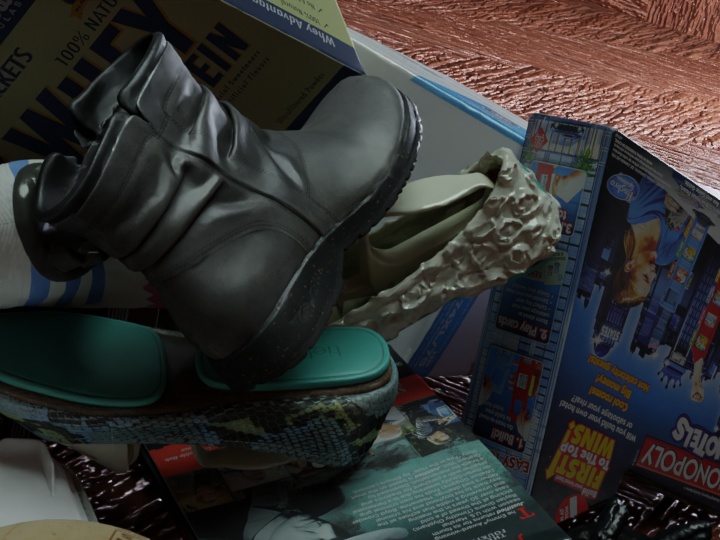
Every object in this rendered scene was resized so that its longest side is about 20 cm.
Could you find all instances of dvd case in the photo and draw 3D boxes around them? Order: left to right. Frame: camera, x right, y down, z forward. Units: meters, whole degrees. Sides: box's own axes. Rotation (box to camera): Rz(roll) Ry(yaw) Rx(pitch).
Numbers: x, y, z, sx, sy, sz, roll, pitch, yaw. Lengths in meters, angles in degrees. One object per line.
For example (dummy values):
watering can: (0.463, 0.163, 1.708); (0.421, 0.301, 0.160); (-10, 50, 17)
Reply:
dvd case: (-0.013, 0.100, 0.754); (0.146, 0.022, 0.200); (-15, 26, -18)

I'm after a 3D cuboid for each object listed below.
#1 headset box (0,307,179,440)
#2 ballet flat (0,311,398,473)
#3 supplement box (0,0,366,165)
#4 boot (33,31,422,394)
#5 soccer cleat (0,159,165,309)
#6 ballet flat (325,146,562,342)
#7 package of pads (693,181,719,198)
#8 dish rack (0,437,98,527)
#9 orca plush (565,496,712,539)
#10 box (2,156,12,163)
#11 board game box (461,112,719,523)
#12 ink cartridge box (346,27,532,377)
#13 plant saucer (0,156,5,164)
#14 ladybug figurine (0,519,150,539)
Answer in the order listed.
headset box: (-0.159, 0.018, 0.872); (0.149, 0.075, 0.200); (28, 23, 35)
ballet flat: (-0.083, 0.061, 0.731); (0.200, 0.074, 0.074); (4, 19, -6)
supplement box: (-0.133, -0.157, 0.865); (0.200, 0.134, 0.200); (22, 35, -38)
boot: (-0.050, -0.057, 0.713); (0.132, 0.070, 0.200); (47, 38, -20)
soccer cleat: (-0.134, -0.016, 0.755); (0.086, 0.070, 0.200); (-10, -7, 17)
ballet flat: (0.000, 0.000, 0.790); (0.200, 0.072, 0.072); (-29, 26, -2)
package of pads: (0.243, 0.027, 1.073); (0.076, 0.121, 0.200); (10, 18, -31)
dish rack: (-0.169, 0.115, 0.634); (0.171, 0.044, 0.200); (7, 21, -24)
orca plush: (0.120, 0.137, 0.737); (0.105, 0.071, 0.200); (24, 21, 27)
box: (-0.184, -0.054, 0.978); (0.200, 0.042, 0.119); (-8, -18, -31)
board game box: (0.133, 0.050, 0.865); (0.200, 0.200, 0.062); (27, -6, -39)
ink cartridge box: (0.037, -0.035, 0.966); (0.147, 0.146, 0.200); (33, 10, 22)
plant saucer: (-0.262, -0.013, 0.782); (0.200, 0.032, 0.200); (-8, 47, 8)
ladybug figurine: (-0.097, 0.153, 0.496); (0.136, 0.072, 0.200); (26, 28, -1)
